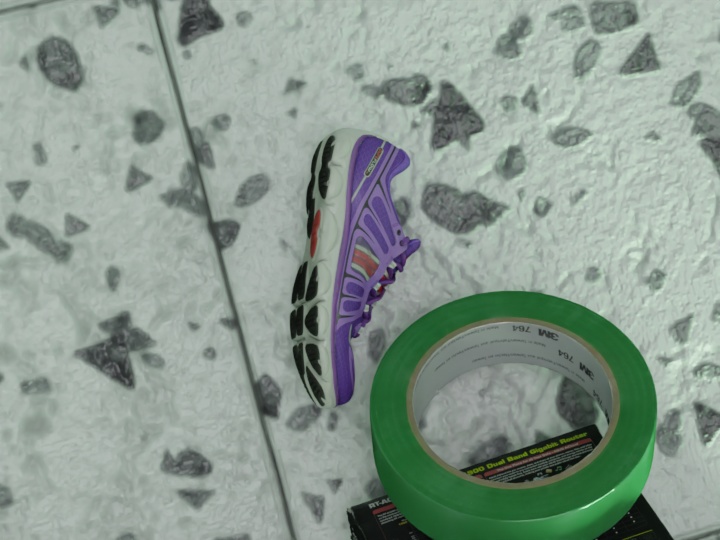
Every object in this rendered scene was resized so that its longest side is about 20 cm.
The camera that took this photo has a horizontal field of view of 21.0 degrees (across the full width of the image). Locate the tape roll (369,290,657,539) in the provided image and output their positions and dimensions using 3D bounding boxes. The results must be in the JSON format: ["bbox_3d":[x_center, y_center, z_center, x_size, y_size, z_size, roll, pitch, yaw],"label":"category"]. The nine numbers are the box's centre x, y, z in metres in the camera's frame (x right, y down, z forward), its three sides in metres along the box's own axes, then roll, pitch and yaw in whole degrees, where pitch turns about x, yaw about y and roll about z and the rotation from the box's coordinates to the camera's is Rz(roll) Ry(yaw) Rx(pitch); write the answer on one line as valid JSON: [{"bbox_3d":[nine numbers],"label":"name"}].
[{"bbox_3d":[0.105,0.104,1.350,0.198,0.048,0.202,-2,49,2],"label":"tape roll"}]

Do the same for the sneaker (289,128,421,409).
[{"bbox_3d":[0.000,0.000,1.386,0.083,0.081,0.202,10,84,-14],"label":"sneaker"}]

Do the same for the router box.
[{"bbox_3d":[0.107,0.200,1.348,0.198,0.150,0.063,-17,126,-10],"label":"router box"}]
